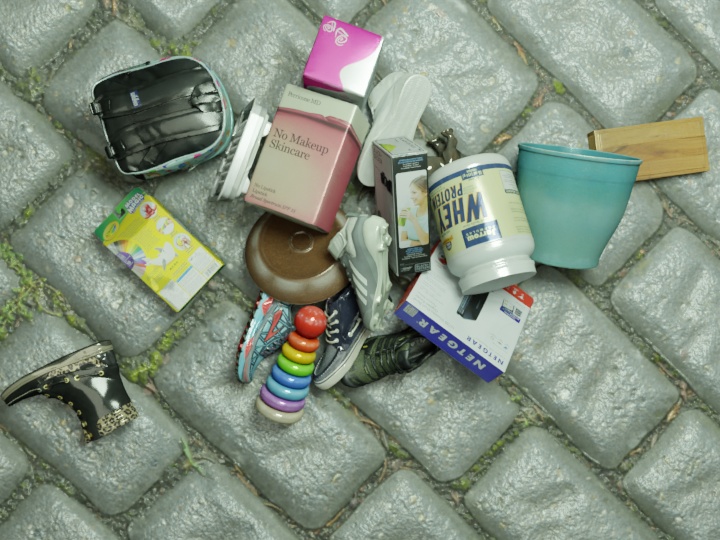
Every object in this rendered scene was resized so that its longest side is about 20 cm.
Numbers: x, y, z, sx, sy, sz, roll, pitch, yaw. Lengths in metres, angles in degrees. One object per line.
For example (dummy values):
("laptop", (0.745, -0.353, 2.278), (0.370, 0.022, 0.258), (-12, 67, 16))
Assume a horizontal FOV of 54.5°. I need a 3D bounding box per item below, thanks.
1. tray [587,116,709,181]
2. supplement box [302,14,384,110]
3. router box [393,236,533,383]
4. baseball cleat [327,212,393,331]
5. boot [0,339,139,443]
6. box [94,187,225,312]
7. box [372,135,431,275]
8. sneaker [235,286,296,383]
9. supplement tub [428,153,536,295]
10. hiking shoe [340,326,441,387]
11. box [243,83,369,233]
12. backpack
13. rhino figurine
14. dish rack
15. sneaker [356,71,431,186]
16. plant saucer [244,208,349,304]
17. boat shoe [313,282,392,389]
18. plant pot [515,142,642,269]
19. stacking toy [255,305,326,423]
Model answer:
("tray", (0.516, -0.212, 1.252), (0.200, 0.037, 0.099), (-8, 91, -2))
("supplement box", (-0.030, -0.318, 1.139), (0.101, 0.200, 0.104), (20, 89, -3))
("router box", (0.179, 0.060, 1.180), (0.200, 0.049, 0.180), (36, 50, -3))
("baseball cleat", (0.000, 0.000, 1.137), (0.106, 0.070, 0.200), (13, 114, 21))
("boot", (-0.488, 0.222, 1.186), (0.200, 0.073, 0.151), (-26, 92, -8))
("box", (-0.345, -0.037, 1.202), (0.200, 0.048, 0.117), (44, 89, -5))
("box", (0.067, -0.107, 1.136), (0.060, 0.117, 0.200), (-9, 116, -11))
("sneaker", (-0.150, 0.107, 1.198), (0.095, 0.079, 0.200), (22, 89, -5))
("supplement tub", (0.198, -0.073, 1.138), (0.145, 0.145, 0.200), (-14, 78, -3))
("hiking shoe", (0.053, 0.143, 1.196), (0.200, 0.101, 0.076), (-27, 93, -2))
("box", (-0.084, -0.177, 1.127), (0.128, 0.109, 0.200), (20, 90, 11))
("backpack", (-0.311, -0.251, 1.149), (0.200, 0.151, 0.178), (-19, 92, 6))
("rhino figurine", (0.087, -0.165, 1.218), (0.200, 0.060, 0.088), (-26, 89, -1))
("dish rack", (-0.195, -0.185, 1.139), (0.043, 0.200, 0.172), (21, 89, -17))
("sneaker", (0.043, -0.245, 1.198), (0.074, 0.116, 0.200), (25, 100, -27))
("plant saucer", (-0.099, -0.042, 1.181), (0.200, 0.037, 0.201), (-1, 66, 2))
("boat shoe", (-0.039, 0.099, 1.195), (0.093, 0.075, 0.200), (40, 79, -26))
("plant pot", (0.348, -0.107, 1.173), (0.200, 0.200, 0.188), (6, 104, -3))
("stacking toy", (-0.109, 0.152, 1.173), (0.085, 0.085, 0.200), (19, 105, -3))
